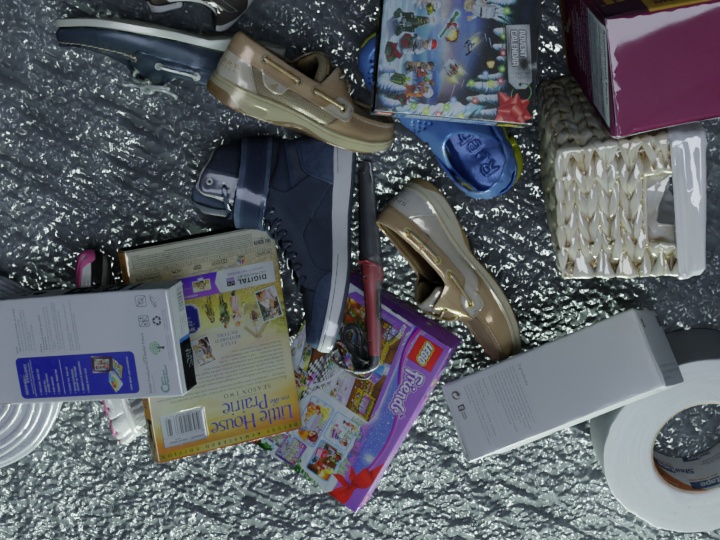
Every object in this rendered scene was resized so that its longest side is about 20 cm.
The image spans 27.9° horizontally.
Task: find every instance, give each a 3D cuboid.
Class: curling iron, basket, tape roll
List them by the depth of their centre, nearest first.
[{"bbox_3d":[0.222,-0.088,1.258,0.123,0.200,0.136,-5,115,3],"label":"basket"},{"bbox_3d":[0.000,0.000,1.331,0.049,0.026,0.201,3,90,10],"label":"curling iron"},{"bbox_3d":[0.334,0.161,1.451,0.200,0.066,0.201,-2,114,-4],"label":"tape roll"}]

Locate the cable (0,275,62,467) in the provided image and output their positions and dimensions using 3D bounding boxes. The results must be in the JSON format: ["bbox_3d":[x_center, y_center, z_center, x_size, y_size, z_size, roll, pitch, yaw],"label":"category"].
[{"bbox_3d":[-0.375,0.095,1.367,0.200,0.069,0.200,37,107,-18],"label":"cable"}]

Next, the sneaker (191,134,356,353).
[{"bbox_3d":[-0.079,-0.027,1.289,0.146,0.077,0.203,3,70,-6],"label":"sneaker"}]

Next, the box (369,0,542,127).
[{"bbox_3d":[0.084,-0.226,1.229,0.137,0.040,0.201,4,91,-7],"label":"box"}]

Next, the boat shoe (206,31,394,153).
[{"bbox_3d":[-0.037,-0.151,1.243,0.200,0.071,0.065,12,110,-45],"label":"boat shoe"}]

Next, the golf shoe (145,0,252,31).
[{"bbox_3d":[-0.178,-0.265,1.212,0.200,0.078,0.095,23,111,-12],"label":"golf shoe"}]

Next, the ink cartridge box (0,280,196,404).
[{"bbox_3d":[-0.249,0.065,1.293,0.199,0.039,0.100,-4,102,15],"label":"ink cartridge box"}]

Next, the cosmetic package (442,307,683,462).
[{"bbox_3d":[0.191,0.106,1.361,0.200,0.113,0.081,-23,80,21],"label":"cosmetic package"}]

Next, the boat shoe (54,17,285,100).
[{"bbox_3d":[-0.166,-0.181,1.256,0.199,0.075,0.062,6,103,-17],"label":"boat shoe"}]

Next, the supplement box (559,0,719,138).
[{"bbox_3d":[0.246,-0.198,1.205,0.131,0.200,0.103,-10,115,-1],"label":"supplement box"}]

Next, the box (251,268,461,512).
[{"bbox_3d":[-0.010,0.114,1.389,0.137,0.039,0.200,33,111,11],"label":"box"}]

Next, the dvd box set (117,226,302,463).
[{"bbox_3d":[-0.137,0.065,1.340,0.146,0.029,0.201,-13,101,-21],"label":"dvd box set"}]

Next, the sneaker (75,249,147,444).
[{"bbox_3d":[-0.212,0.066,1.366,0.087,0.074,0.200,-15,114,-5],"label":"sneaker"}]

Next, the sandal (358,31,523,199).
[{"bbox_3d":[0.077,-0.135,1.286,0.200,0.087,0.079,42,108,-18],"label":"sandal"}]

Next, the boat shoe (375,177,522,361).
[{"bbox_3d":[0.078,0.011,1.350,0.069,0.074,0.200,-38,108,-17],"label":"boat shoe"}]
